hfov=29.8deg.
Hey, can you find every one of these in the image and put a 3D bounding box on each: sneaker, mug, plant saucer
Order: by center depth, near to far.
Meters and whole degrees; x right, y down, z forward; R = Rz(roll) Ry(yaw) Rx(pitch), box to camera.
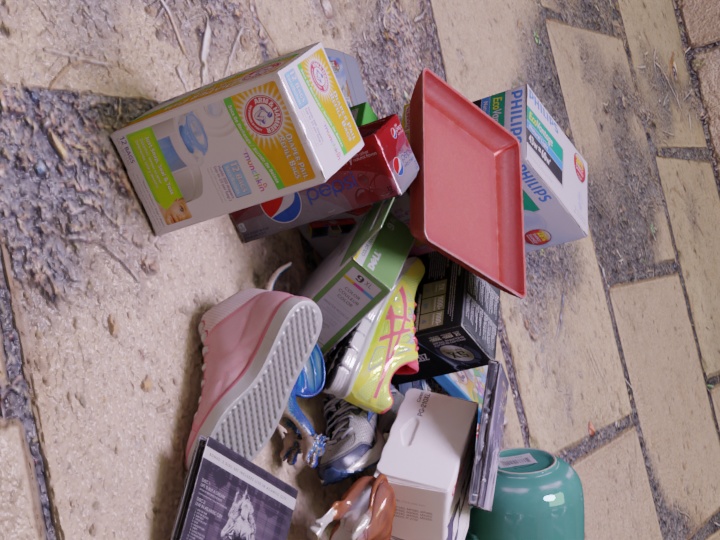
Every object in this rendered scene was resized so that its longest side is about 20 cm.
[{"bbox_3d":[-0.124,0.105,1.302,0.075,0.104,0.201,44,70,-47],"label":"sneaker"},{"bbox_3d":[0.111,-0.087,1.457,0.199,0.037,0.201,28,55,-46],"label":"plant saucer"},{"bbox_3d":[0.031,0.072,1.474,0.090,0.078,0.201,34,59,-9],"label":"sneaker"},{"bbox_3d":[-0.013,0.164,1.476,0.086,0.077,0.200,59,24,-9],"label":"sneaker"},{"bbox_3d":[0.194,0.292,1.668,0.185,0.151,0.115,-25,116,-58],"label":"mug"}]

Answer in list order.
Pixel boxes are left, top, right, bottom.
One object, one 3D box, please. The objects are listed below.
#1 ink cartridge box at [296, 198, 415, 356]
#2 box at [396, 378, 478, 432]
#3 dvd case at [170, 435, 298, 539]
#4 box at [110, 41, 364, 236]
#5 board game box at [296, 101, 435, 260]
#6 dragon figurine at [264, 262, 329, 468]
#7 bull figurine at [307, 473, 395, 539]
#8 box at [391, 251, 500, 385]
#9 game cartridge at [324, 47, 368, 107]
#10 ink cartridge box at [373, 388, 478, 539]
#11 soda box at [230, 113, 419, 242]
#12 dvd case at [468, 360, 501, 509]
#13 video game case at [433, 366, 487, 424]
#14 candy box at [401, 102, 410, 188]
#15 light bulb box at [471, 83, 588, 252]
[{"bbox_3d":[0.000,0.000,1.425,0.059,0.200,0.104,37,39,-9],"label":"ink cartridge box"},{"bbox_3d":[0.112,0.176,1.714,0.200,0.037,0.138,15,64,-58],"label":"box"},{"bbox_3d":[-0.125,0.271,1.231,0.149,0.016,0.201,41,56,-47],"label":"dvd case"},{"bbox_3d":[-0.114,-0.123,1.275,0.113,0.199,0.101,67,30,-15],"label":"box"},{"bbox_3d":[-0.011,-0.084,1.495,0.200,0.152,0.041,52,36,-38],"label":"board game box"},{"bbox_3d":[-0.076,0.101,1.389,0.099,0.058,0.202,31,52,-53],"label":"dragon figurine"},{"bbox_3d":[-0.007,0.301,1.368,0.121,0.065,0.202,-36,136,-51],"label":"bull figurine"},{"bbox_3d":[0.075,0.021,1.589,0.086,0.163,0.201,46,39,-41],"label":"box"},{"bbox_3d":[-0.045,-0.196,1.609,0.200,0.041,0.134,-22,101,-61],"label":"game cartridge"},{"bbox_3d":[0.070,0.252,1.472,0.145,0.084,0.201,-64,160,-51],"label":"ink cartridge box"},{"bbox_3d":[-0.043,-0.093,1.389,0.070,0.199,0.063,65,31,-15],"label":"soda box"},{"bbox_3d":[0.142,0.185,1.478,0.200,0.016,0.150,54,44,-76],"label":"dvd case"},{"bbox_3d":[0.119,0.091,1.717,0.143,0.018,0.201,45,26,-26],"label":"video game case"},{"bbox_3d":[0.108,-0.091,1.512,0.200,0.026,0.103,43,44,-39],"label":"candy box"},{"bbox_3d":[0.173,-0.118,1.791,0.198,0.199,0.126,42,42,-45],"label":"light bulb box"}]
